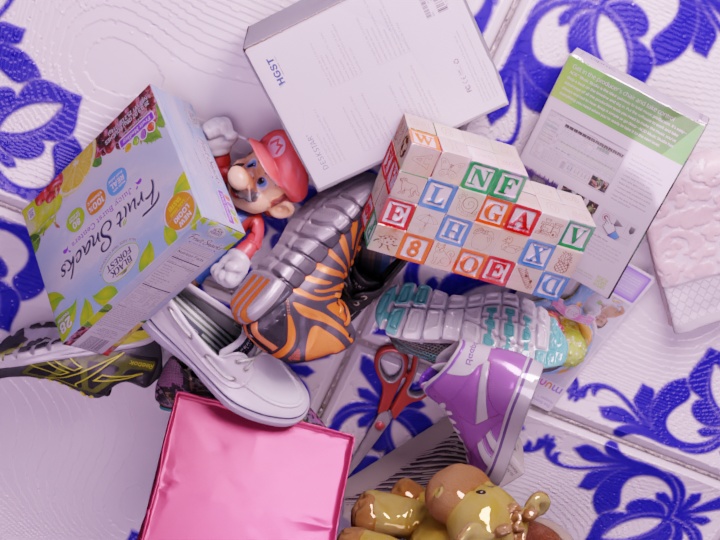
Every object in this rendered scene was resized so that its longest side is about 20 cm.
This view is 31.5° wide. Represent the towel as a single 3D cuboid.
[{"bbox_3d":[0.384,-0.040,1.270,0.197,0.032,0.193,-15,117,10],"label":"towel"}]

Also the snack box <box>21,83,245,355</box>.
[{"bbox_3d":[-0.221,-0.046,1.217,0.199,0.170,0.067,-39,147,23],"label":"snack box"}]

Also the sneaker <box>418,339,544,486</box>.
[{"bbox_3d":[0.110,0.140,1.282,0.113,0.073,0.202,18,135,9],"label":"sneaker"}]

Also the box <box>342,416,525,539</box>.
[{"bbox_3d":[0.080,0.229,1.413,0.199,0.069,0.082,-36,111,19],"label":"box"}]

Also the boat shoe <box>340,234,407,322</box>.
[{"bbox_3d":[0.000,0.000,1.296,0.068,0.057,0.201,32,116,-15],"label":"boat shoe"}]

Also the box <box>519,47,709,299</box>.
[{"bbox_3d":[0.223,-0.091,1.224,0.143,0.036,0.202,29,119,8],"label":"box"}]

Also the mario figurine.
[{"bbox_3d":[-0.136,-0.065,1.241,0.123,0.106,0.200,42,115,-17],"label":"mario figurine"}]

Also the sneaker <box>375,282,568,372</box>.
[{"bbox_3d":[0.115,0.068,1.311,0.197,0.078,0.092,14,154,13],"label":"sneaker"}]

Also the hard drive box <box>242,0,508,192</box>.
[{"bbox_3d":[0.014,-0.189,1.173,0.198,0.077,0.157,-23,116,11],"label":"hard drive box"}]

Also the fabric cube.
[{"bbox_3d":[-0.131,0.269,1.330,0.194,0.202,0.200,16,154,-7],"label":"fabric cube"}]

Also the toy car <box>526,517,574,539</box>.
[{"bbox_3d":[0.157,0.378,1.387,0.163,0.199,0.160,21,130,41],"label":"toy car"}]

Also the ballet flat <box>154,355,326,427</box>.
[{"bbox_3d":[-0.122,0.136,1.380,0.197,0.069,0.072,15,100,-5],"label":"ballet flat"}]

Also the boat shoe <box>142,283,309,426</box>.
[{"bbox_3d":[-0.127,0.082,1.248,0.199,0.074,0.067,34,142,-12],"label":"boat shoe"}]

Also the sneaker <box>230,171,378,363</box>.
[{"bbox_3d":[-0.031,0.004,1.242,0.200,0.077,0.112,-47,120,-11],"label":"sneaker"}]

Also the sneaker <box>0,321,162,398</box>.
[{"bbox_3d":[-0.303,0.101,1.353,0.197,0.075,0.086,-10,111,8],"label":"sneaker"}]

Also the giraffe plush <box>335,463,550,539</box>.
[{"bbox_3d":[0.094,0.264,1.259,0.199,0.173,0.163,34,131,2],"label":"giraffe plush"}]

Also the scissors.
[{"bbox_3d":[0.033,0.164,1.410,0.072,0.014,0.202,12,118,-6],"label":"scissors"}]

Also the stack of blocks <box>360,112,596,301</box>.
[{"bbox_3d":[0.113,-0.056,1.179,0.198,0.059,0.116,15,120,-16],"label":"stack of blocks"}]

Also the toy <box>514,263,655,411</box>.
[{"bbox_3d":[0.205,0.063,1.327,0.114,0.047,0.201,27,117,-10],"label":"toy"}]
